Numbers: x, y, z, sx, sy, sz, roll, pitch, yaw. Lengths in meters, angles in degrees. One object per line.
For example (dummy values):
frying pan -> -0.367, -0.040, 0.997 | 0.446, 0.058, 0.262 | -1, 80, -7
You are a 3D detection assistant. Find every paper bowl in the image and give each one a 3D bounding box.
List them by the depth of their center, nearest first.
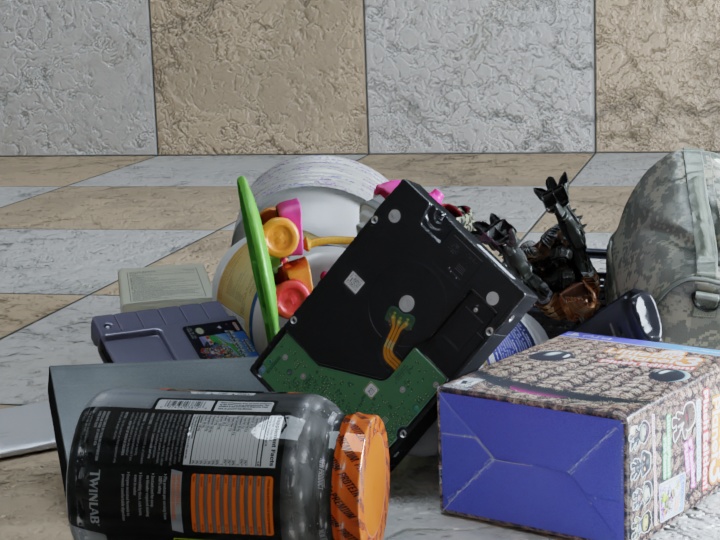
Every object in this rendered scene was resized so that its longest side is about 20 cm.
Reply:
paper bowl -> -0.043, -0.018, 1.703 | 0.199, 0.202, 0.105 | 0, 38, 9

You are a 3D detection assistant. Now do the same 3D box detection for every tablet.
tablet -> -0.346, 0.146, 1.366 | 0.199, 0.014, 0.130 | -8, 12, -30

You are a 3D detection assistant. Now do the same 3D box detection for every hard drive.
hard drive -> 0.023, 0.050, 1.204 | 0.140, 0.200, 0.038 | 44, 12, 22
hard drive -> -0.140, 0.123, 1.237 | 0.199, 0.033, 0.140 | -1, 34, -18

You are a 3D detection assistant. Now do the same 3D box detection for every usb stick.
usb stick -> 0.201, 0.069, 1.342 | 0.032, 0.056, 0.200 | -7, -17, -21

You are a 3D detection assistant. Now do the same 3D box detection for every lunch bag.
lunch bag -> 0.290, 0.011, 1.372 | 0.138, 0.168, 0.201 | 1, 42, 5

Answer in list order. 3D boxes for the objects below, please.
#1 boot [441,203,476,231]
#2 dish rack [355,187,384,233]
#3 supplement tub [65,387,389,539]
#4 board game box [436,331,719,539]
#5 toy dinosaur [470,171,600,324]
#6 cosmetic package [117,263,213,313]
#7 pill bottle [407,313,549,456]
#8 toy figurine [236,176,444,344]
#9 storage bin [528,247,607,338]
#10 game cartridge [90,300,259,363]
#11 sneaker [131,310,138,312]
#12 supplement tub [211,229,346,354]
boot -> 0.103, 0.003, 1.650 | 0.073, 0.155, 0.204 | 0, 11, 12
dish rack -> 0.057, 0.022, 1.491 | 0.043, 0.173, 0.200 | -23, 29, -21
supplement tub -> -0.086, 0.142, 1.048 | 0.198, 0.123, 0.123 | 1, 11, 13
board game box -> 0.177, 0.121, 1.173 | 0.159, 0.098, 0.199 | 6, 14, 36
toy dinosaur -> 0.181, -0.004, 1.412 | 0.102, 0.136, 0.200 | -37, 18, -21
cosmetic package -> -0.211, 0.047, 1.701 | 0.104, 0.072, 0.200 | -4, 11, -7
pill bottle -> 0.085, 0.085, 1.310 | 0.115, 0.117, 0.200 | 4, 5, 27
toy figurine -> 0.000, 0.000, 1.362 | 0.183, 0.201, 0.150 | -11, 13, -6
storage bin -> 0.223, 0.039, 1.604 | 0.134, 0.094, 0.200 | 3, 11, 26
game cartridge -> -0.142, 0.095, 1.339 | 0.129, 0.039, 0.200 | -11, 38, -23
sneaker -> -0.166, 0.095, 1.473 | 0.095, 0.080, 0.200 | 0, 19, -21
supplement tub -> -0.062, 0.036, 1.533 | 0.144, 0.146, 0.200 | -6, 12, -20
